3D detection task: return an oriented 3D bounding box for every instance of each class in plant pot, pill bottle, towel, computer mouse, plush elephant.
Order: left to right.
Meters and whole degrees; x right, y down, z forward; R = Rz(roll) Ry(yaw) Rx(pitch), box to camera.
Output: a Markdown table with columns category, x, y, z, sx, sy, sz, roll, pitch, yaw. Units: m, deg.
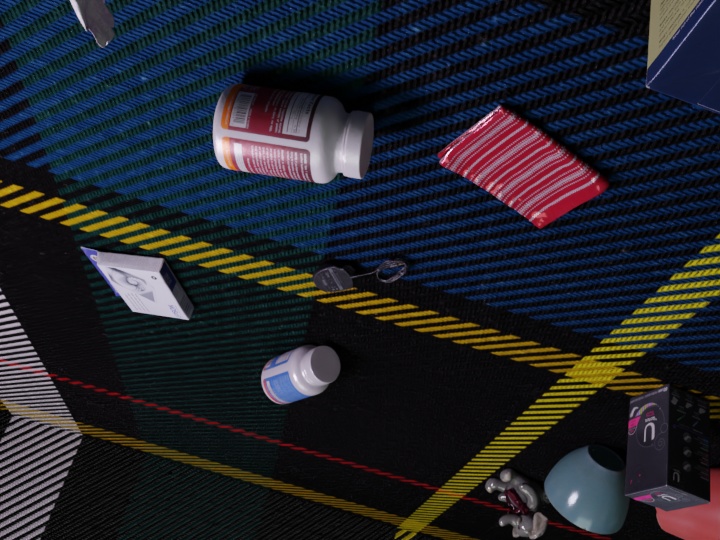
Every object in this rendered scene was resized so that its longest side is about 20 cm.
| category | x | y | z | sx | sy | sz | roll | pitch | yaw |
| --- | --- | --- | --- | --- | --- | --- | --- | --- | --- |
| pill bottle | -0.086 | -0.178 | 1.005 | 0.196 | 0.115 | 0.114 | 10 | 150 | 10 |
| pill bottle | -0.132 | 0.232 | 1.713 | 0.111 | 0.114 | 0.199 | 31 | 148 | -25 |
| computer mouse | 0.000 | 0.000 | 1.354 | 0.196 | 0.034 | 0.059 | -9 | 126 | 28 |
| plush elephant | 0.446 | 0.670 | 2.125 | 0.197 | 0.157 | 0.165 | 21 | 150 | -10 |
| towel | 0.220 | -0.134 | 1.027 | 0.198 | 0.023 | 0.144 | 29 | 147 | -21 |
| plant pot | 0.549 | 0.491 | 1.779 | 0.196 | 0.201 | 0.137 | 17 | 114 | -3 |
| plant pot | 0.788 | 0.540 | 1.736 | 0.175 | 0.203 | 0.200 | -3 | 147 | 47 |

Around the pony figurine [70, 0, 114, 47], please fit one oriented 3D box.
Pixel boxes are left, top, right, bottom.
| category | x | y | z | sx | sy | sz | roll | pitch | yaw |
| --- | --- | --- | --- | --- | --- | --- | --- | --- | --- |
| pony figurine | -0.292 | -0.360 | 0.790 | 0.197 | 0.168 | 0.195 | 16 | 147 | 31 |

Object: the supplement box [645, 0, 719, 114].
| category | x | y | z | sx | sy | sz | roll | pitch | yaw |
| --- | --- | --- | --- | --- | --- | --- | --- | --- | --- |
| supplement box | 0.334 | -0.257 | 0.584 | 0.132 | 0.203 | 0.201 | 18 | 150 | -5 |

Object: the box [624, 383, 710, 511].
| category | x | y | z | sx | sy | sz | roll | pitch | yaw |
| --- | --- | --- | --- | --- | --- | --- | --- | --- | --- |
| box | 0.592 | 0.342 | 1.464 | 0.104 | 0.203 | 0.122 | 21 | 150 | -12 |

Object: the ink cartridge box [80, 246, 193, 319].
| category | x | y | z | sx | sy | sz | roll | pitch | yaw |
| --- | --- | --- | --- | --- | --- | --- | --- | --- | --- |
| ink cartridge box | -0.477 | 0.031 | 1.613 | 0.196 | 0.041 | 0.201 | 8 | 149 | 14 |
